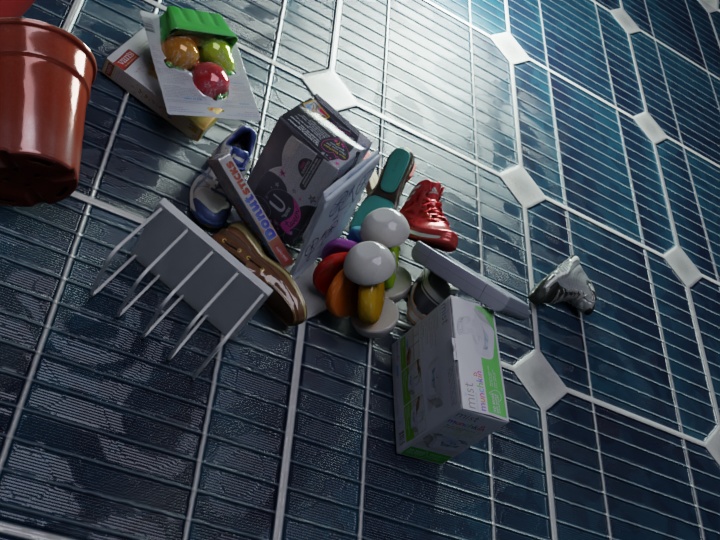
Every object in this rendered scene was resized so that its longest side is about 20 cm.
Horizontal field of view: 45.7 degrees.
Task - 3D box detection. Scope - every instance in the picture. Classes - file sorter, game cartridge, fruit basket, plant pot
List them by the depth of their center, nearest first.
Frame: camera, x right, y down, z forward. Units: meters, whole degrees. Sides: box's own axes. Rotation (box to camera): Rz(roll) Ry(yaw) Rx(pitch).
[{"bbox_3d":[-0.472,-0.208,1.194,0.199,0.200,0.197,8,62,-32],"label":"plant pot"},{"bbox_3d":[-0.255,0.034,1.197,0.200,0.139,0.125,40,46,-4],"label":"file sorter"},{"bbox_3d":[0.181,0.017,1.430,0.199,0.042,0.133,34,11,32],"label":"game cartridge"},{"bbox_3d":[-0.275,-0.344,1.460,0.184,0.093,0.202,-5,74,-42],"label":"fruit basket"}]

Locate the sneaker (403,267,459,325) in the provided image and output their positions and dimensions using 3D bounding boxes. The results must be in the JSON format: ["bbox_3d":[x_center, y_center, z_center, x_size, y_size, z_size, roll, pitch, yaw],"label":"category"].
[{"bbox_3d":[0.123,0.040,1.520,0.078,0.080,0.200,43,18,4],"label":"sneaker"}]

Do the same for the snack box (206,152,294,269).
[{"bbox_3d":[-0.174,-0.092,1.345,0.024,0.072,0.201,-36,109,-18],"label":"snack box"}]

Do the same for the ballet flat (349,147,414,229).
[{"bbox_3d":[0.047,-0.130,1.573,0.067,0.075,0.201,24,76,19],"label":"ballet flat"}]

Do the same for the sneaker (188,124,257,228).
[{"bbox_3d":[-0.223,-0.162,1.403,0.075,0.088,0.201,26,48,-20],"label":"sneaker"}]

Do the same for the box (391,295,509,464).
[{"bbox_3d":[0.134,0.173,1.347,0.096,0.176,0.202,20,48,-26],"label":"box"}]

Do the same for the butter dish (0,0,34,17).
[{"bbox_3d":[-0.586,-0.449,1.321,0.200,0.148,0.200,40,84,-6],"label":"butter dish"}]

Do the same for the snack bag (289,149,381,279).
[{"bbox_3d":[-0.046,-0.088,1.401,0.021,0.201,0.189,35,42,8],"label":"snack bag"}]

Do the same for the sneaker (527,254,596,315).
[{"bbox_3d":[0.424,0.049,1.730,0.116,0.075,0.199,53,43,6],"label":"sneaker"}]

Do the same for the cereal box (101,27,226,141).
[{"bbox_3d":[-0.327,-0.327,1.484,0.199,0.040,0.144,36,43,-8],"label":"cereal box"}]

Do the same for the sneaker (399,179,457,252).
[{"bbox_3d":[0.122,-0.106,1.521,0.078,0.200,0.117,21,91,-30],"label":"sneaker"}]

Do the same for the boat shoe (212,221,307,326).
[{"bbox_3d":[-0.163,0.014,1.332,0.067,0.072,0.200,-29,72,-40],"label":"boat shoe"}]

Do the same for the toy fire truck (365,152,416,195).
[{"bbox_3d":[0.010,-0.187,1.619,0.141,0.049,0.200,45,44,-2],"label":"toy fire truck"}]

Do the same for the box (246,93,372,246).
[{"bbox_3d":[-0.094,-0.162,1.410,0.132,0.200,0.115,42,45,5],"label":"box"}]

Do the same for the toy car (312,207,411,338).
[{"bbox_3d":[0.000,0.000,1.417,0.148,0.176,0.201,8,43,16],"label":"toy car"}]
